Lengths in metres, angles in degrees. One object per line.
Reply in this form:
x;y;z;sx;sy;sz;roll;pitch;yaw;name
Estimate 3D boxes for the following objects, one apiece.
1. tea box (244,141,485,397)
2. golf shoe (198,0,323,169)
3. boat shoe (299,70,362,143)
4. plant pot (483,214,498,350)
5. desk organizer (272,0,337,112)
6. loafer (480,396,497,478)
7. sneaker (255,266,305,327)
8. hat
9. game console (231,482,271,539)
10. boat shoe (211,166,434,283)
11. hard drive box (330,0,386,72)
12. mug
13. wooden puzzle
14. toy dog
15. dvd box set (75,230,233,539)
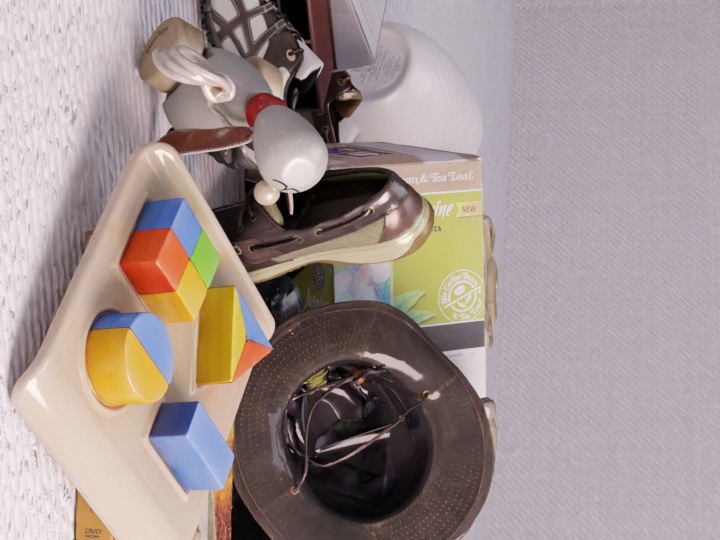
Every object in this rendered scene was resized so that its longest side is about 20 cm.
0.000;0.000;1.307;0.200;0.133;0.197;-160;-115;-66;tea box
-0.073;-0.178;1.241;0.078;0.094;0.200;-30;117;-77;golf shoe
-0.033;-0.160;1.512;0.072;0.072;0.200;58;32;-72;boat shoe
0.039;0.013;1.597;0.200;0.183;0.201;0;90;-79;plant pot
-0.067;-0.231;1.308;0.077;0.072;0.200;-79;167;-53;desk organizer
0.039;0.148;1.245;0.200;0.076;0.068;-34;-119;60;loafer
-0.089;0.030;1.164;0.200;0.087;0.076;-78;164;-47;sneaker
-0.010;0.124;1.151;0.081;0.200;0.201;157;-64;-70;hat
-0.111;0.201;1.237;0.176;0.116;0.200;-44;141;-33;game console
-0.049;-0.039;1.110;0.065;0.200;0.073;59;31;-41;boat shoe
-0.032;-0.296;1.440;0.200;0.077;0.156;-80;155;-46;hard drive box
0.024;-0.157;1.690;0.200;0.147;0.175;-58;155;-7;mug
-0.112;0.052;0.971;0.185;0.046;0.200;63;36;-40;wooden puzzle
-0.092;-0.087;1.047;0.096;0.132;0.200;-59;-167;12;toy dog
-0.126;0.081;1.030;0.146;0.029;0.200;15;75;-64;dvd box set
